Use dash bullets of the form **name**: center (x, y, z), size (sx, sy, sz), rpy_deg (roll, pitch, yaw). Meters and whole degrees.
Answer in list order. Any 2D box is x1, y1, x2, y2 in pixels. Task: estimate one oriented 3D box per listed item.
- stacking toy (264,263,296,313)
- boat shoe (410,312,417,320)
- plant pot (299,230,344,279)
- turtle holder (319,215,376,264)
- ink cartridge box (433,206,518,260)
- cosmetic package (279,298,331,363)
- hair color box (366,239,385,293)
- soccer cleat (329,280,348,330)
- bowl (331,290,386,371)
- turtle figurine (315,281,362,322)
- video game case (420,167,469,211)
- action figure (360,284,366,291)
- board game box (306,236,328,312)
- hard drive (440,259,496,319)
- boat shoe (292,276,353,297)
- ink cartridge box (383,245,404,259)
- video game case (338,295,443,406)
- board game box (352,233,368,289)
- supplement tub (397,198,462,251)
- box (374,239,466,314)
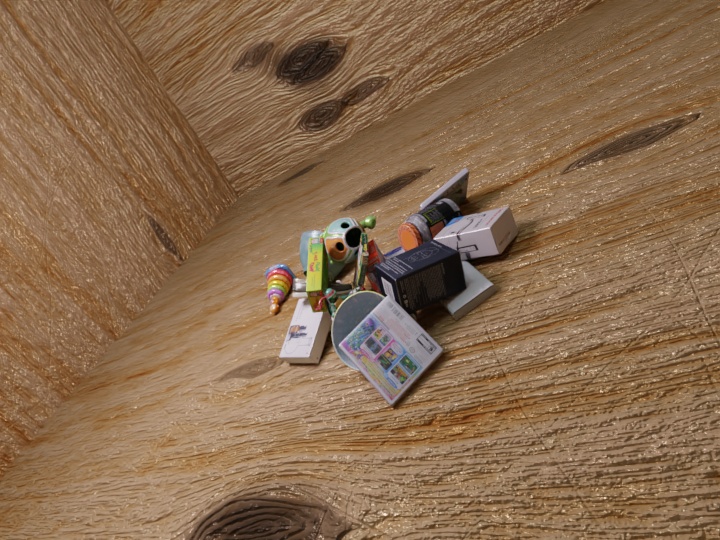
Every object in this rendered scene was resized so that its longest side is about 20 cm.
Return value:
- **stacking toy**: center (-0.327, 0.085, 2.088), size (0.113, 0.111, 0.204), rpy_deg (-20, 39, 23)
- **boat shoe**: center (0.092, 0.121, 1.483), size (0.062, 0.076, 0.198), rpy_deg (-44, 14, -33)
- **plant pot**: center (-0.142, -0.039, 1.967), size (0.196, 0.198, 0.139), rpy_deg (-7, 62, 45)
- **turtle holder**: center (-0.030, -0.099, 1.712), size (0.179, 0.147, 0.131), rpy_deg (-5, -3, -27)
- **ink cartridge box**: center (0.330, -0.102, 1.529), size (0.196, 0.087, 0.145), rpy_deg (-11, 21, 44)
- **cosmetic package**: center (-0.162, 0.184, 1.660), size (0.147, 0.051, 0.206), rpy_deg (-9, 55, 42)
- **hair color box**: center (0.055, -0.005, 1.713), size (0.063, 0.112, 0.201), rpy_deg (-30, 24, 7)
- **soccer cleat**: center (-0.093, 0.120, 1.724), size (0.068, 0.079, 0.202), rpy_deg (-15, 32, 36)
- **bowl**: center (0.030, 0.163, 1.421), size (0.195, 0.206, 0.107), rpy_deg (-26, -18, 18)
- **turtle figurine**: center (-0.047, 0.111, 1.528), size (0.099, 0.203, 0.151), rpy_deg (-6, 36, 44)
- **video game case**: center (0.280, -0.229, 1.781), size (0.198, 0.183, 0.022), rpy_deg (-40, 68, -8)
- **action figure**: center (0.070, 0.070, 1.584), size (0.196, 0.100, 0.066), rpy_deg (-31, 23, 15)
- **board game box**: center (-0.128, 0.011, 1.602), size (0.046, 0.103, 0.205), rpy_deg (-5, 50, 4)
- **hard drive**: center (0.270, 0.046, 1.446), size (0.130, 0.027, 0.201), rpy_deg (-35, 24, 2)
- **boat shoe**: center (-0.119, 0.049, 1.681), size (0.193, 0.063, 0.072), rpy_deg (-3, -6, 2)
- **ink cartridge box**: center (0.156, -0.031, 1.696), size (0.116, 0.043, 0.200), rpy_deg (-27, 26, -7)
- **video game case**: center (0.072, 0.190, 1.294), size (0.181, 0.024, 0.200), rpy_deg (-42, 66, -10)
- **board game box**: center (0.000, 0.000, 1.642), size (0.022, 0.205, 0.107), rpy_deg (3, 40, -9)
- **supplement tub**: center (0.216, -0.133, 1.660), size (0.196, 0.127, 0.121), rpy_deg (-27, 19, -29)
- **box**: center (0.158, 0.015, 1.421), size (0.194, 0.111, 0.148), rpy_deg (-23, 21, -13)
